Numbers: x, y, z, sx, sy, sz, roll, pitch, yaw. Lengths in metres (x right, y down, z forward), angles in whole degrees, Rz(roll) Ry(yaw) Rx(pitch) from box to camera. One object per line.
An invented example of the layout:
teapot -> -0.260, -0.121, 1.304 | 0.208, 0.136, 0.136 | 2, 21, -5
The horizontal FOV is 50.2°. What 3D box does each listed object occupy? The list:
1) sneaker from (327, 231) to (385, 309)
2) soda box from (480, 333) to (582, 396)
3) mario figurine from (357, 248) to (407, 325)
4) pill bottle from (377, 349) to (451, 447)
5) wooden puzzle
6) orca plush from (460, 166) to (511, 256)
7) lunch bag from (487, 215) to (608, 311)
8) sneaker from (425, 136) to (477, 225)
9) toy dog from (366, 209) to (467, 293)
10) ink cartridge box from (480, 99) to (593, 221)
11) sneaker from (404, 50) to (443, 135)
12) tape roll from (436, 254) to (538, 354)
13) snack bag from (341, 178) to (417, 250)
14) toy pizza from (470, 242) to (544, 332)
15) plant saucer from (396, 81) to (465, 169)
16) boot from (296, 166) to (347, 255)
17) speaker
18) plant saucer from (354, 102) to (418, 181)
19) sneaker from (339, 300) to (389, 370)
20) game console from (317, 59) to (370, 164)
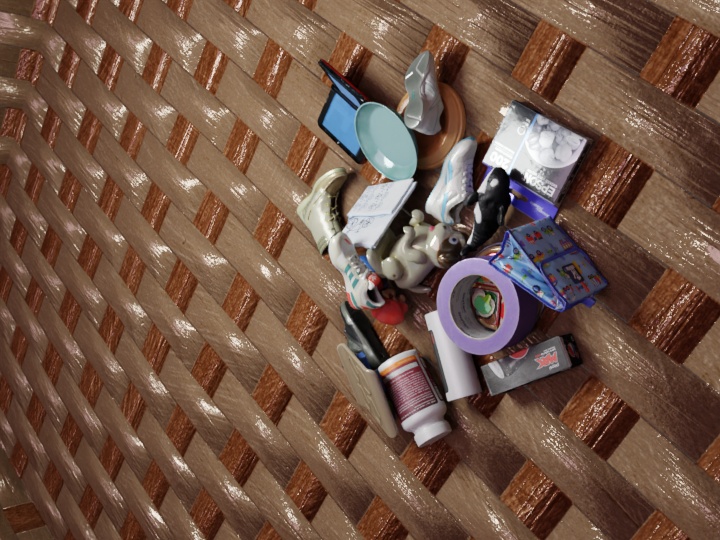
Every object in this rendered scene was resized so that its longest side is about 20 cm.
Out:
sneaker -> 0.000, 0.001, 1.715 | 0.093, 0.070, 0.201 | 3, 122, 41
soda box -> 0.352, 0.196, 1.593 | 0.199, 0.063, 0.071 | -30, 73, 37
mario figurine -> 0.060, 0.043, 1.832 | 0.106, 0.123, 0.201 | -34, 56, 10
pill bottle -> 0.126, 0.294, 1.758 | 0.113, 0.112, 0.201 | -41, 66, 34
wooden puzzle -> 0.024, 0.272, 1.793 | 0.200, 0.046, 0.187 | 30, 143, 63
orca plush -> 0.267, -0.110, 1.602 | 0.201, 0.104, 0.071 | -59, 32, 19
lunch bag -> 0.377, 0.003, 1.503 | 0.200, 0.150, 0.095 | 47, 133, 25
sneaker -> 0.218, -0.197, 1.694 | 0.081, 0.076, 0.201 | 35, 121, 27
toy dog -> 0.141, -0.036, 1.716 | 0.199, 0.140, 0.195 | -19, 106, 35
ink cartridge box -> 0.352, -0.221, 1.592 | 0.198, 0.043, 0.201 | 38, 117, 33
sneaker -> 0.144, -0.390, 1.705 | 0.070, 0.080, 0.202 | -15, 62, 47
tape roll -> 0.264, 0.071, 1.608 | 0.199, 0.085, 0.202 | 7, 100, 40
snack bag -> 0.025, -0.129, 1.789 | 0.188, 0.021, 0.201 | 2, 53, 56
toy pizza -> 0.304, 0.040, 1.649 | 0.199, 0.032, 0.203 | 2, 93, 41
plant saucer -> 0.150, -0.335, 1.766 | 0.199, 0.037, 0.203 | 2, 93, 41
boot -> -0.072, -0.149, 1.941 | 0.200, 0.072, 0.156 | -46, 63, 38
speaker -> 0.206, 0.183, 1.707 | 0.081, 0.081, 0.202 | -22, 78, 39
plant saucer -> 0.067, -0.301, 1.767 | 0.200, 0.036, 0.201 | 38, 148, 28
sneaker -> -0.017, 0.179, 1.902 | 0.114, 0.076, 0.201 | -38, 73, 28
game console -> -0.048, -0.389, 1.887 | 0.119, 0.172, 0.200 | -45, 61, 2
